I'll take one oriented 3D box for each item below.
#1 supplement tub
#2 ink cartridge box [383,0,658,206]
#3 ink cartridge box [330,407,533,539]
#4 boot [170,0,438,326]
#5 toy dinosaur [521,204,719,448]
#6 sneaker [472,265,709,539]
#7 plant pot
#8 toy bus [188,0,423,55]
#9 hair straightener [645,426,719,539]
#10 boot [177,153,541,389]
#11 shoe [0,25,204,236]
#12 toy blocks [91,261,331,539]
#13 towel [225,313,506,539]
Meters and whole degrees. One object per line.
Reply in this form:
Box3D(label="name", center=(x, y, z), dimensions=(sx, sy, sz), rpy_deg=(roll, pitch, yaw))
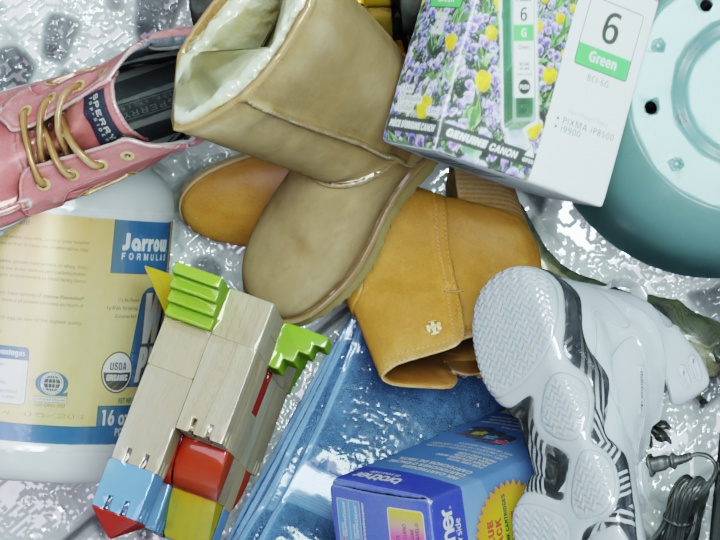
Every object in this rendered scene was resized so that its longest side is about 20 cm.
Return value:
Box3D(label="supplement tub", center=(-0.179, 0.009, 1.211), dimensions=(0.144, 0.145, 0.200), rpy_deg=(6, 93, 3))
Box3D(label="ink cartridge box", center=(0.093, -0.142, 1.082), dimensions=(0.109, 0.050, 0.200), rpy_deg=(17, 89, -32))
Box3D(label="ink cartridge box", center=(0.061, 0.161, 1.171), dimensions=(0.076, 0.200, 0.137), rpy_deg=(5, 107, 45))
Box3D(label="boot", center=(-0.041, -0.060, 1.093), dimensions=(0.066, 0.200, 0.175), rpy_deg=(39, 98, 26))
Box3D(label="toy dinosaur", center=(0.158, 0.041, 1.237), dimensions=(0.200, 0.047, 0.088), rpy_deg=(27, 57, 3))
Box3D(label="sneaker", center=(0.133, 0.092, 1.131), dimensions=(0.075, 0.115, 0.200), rpy_deg=(-27, 73, 45))
Box3D(label="plant pot", center=(0.199, -0.094, 1.179), dimensions=(0.200, 0.161, 0.201), rpy_deg=(0, 92, 3))
Box3D(label="toy bus", center=(-0.017, -0.206, 1.174), dimensions=(0.136, 0.200, 0.192), rpy_deg=(1, 83, 4))
Box3D(label="hair straightener", center=(0.192, 0.116, 1.217), dimensions=(0.077, 0.041, 0.200), rpy_deg=(12, 121, 4))
Box3D(label="boot", center=(0.001, 0.000, 1.206), dimensions=(0.201, 0.071, 0.144), rpy_deg=(-4, 51, -2))
Box3D(label="shoe", center=(-0.150, -0.070, 1.097), dimensions=(0.200, 0.091, 0.072), rpy_deg=(-23, 90, -23))
Box3D(label="toy blocks", center=(-0.085, 0.086, 1.155), dimensions=(0.100, 0.200, 0.137), rpy_deg=(19, 81, 8))
Box3D(label="towel", center=(0.000, 0.127, 1.218), dimensions=(0.112, 0.049, 0.200), rpy_deg=(29, 69, 0))
